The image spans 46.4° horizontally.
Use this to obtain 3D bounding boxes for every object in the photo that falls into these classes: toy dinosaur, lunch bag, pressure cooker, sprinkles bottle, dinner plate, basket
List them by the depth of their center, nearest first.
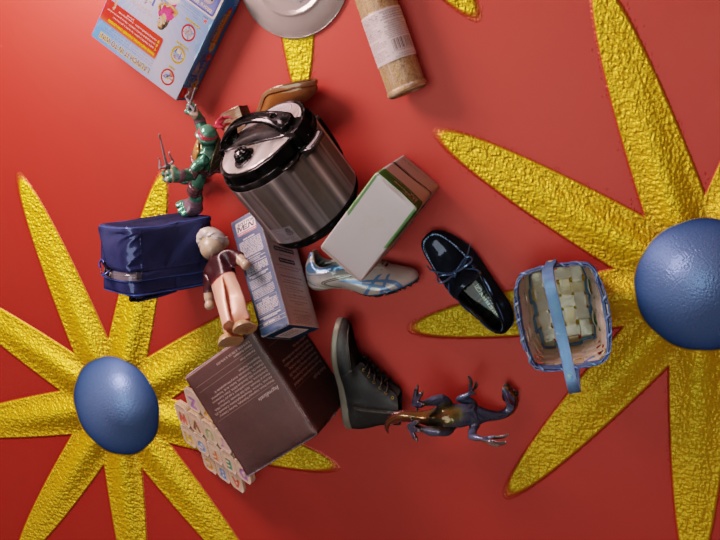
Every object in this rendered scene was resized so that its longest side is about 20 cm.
[{"bbox_3d":[0.296,0.066,1.233,0.136,0.200,0.180,-10,100,20],"label":"basket"},{"bbox_3d":[-0.115,-0.158,1.280,0.174,0.180,0.201,-35,123,8],"label":"pressure cooker"},{"bbox_3d":[0.039,-0.371,1.294,0.067,0.068,0.204,-18,96,21],"label":"sprinkles bottle"},{"bbox_3d":[-0.111,-0.478,1.346,0.196,0.024,0.205,5,104,18],"label":"dinner plate"},{"bbox_3d":[0.163,0.222,1.376,0.199,0.178,0.108,-4,84,60],"label":"toy dinosaur"},{"bbox_3d":[-0.350,-0.019,1.429,0.135,0.197,0.136,9,107,50],"label":"lunch bag"}]

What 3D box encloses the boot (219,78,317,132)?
[{"bbox_3d":[-0.128,-0.218,1.388,0.197,0.074,0.158,-19,97,30],"label":"boot"}]

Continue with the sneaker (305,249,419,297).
[{"bbox_3d":[0.000,0.000,1.389,0.195,0.072,0.074,3,109,17],"label":"sneaker"}]

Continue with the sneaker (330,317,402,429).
[{"bbox_3d":[0.014,0.172,1.429,0.104,0.075,0.204,-4,110,15],"label":"sneaker"}]

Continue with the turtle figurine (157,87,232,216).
[{"bbox_3d":[-0.271,-0.188,1.378,0.099,0.152,0.201,20,143,-1],"label":"turtle figurine"}]

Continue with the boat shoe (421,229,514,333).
[{"bbox_3d":[0.174,0.014,1.335,0.200,0.069,0.085,43,111,6],"label":"boat shoe"}]

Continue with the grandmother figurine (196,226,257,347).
[{"bbox_3d":[-0.221,0.014,1.355,0.120,0.060,0.203,-35,61,21],"label":"grandmother figurine"}]

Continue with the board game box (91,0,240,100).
[{"bbox_3d":[-0.328,-0.426,1.412,0.199,0.056,0.198,37,111,8],"label":"board game box"}]

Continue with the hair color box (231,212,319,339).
[{"bbox_3d":[-0.141,0.009,1.391,0.060,0.100,0.204,-24,73,23],"label":"hair color box"}]

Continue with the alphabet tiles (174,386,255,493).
[{"bbox_3d":[-0.266,0.310,1.524,0.198,0.015,0.199,21,131,38],"label":"alphabet tiles"}]

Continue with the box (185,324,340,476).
[{"bbox_3d":[-0.157,0.201,1.436,0.163,0.166,0.202,-33,90,21],"label":"box"}]

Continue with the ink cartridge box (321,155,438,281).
[{"bbox_3d":[0.035,-0.085,1.291,0.083,0.200,0.147,39,112,2],"label":"ink cartridge box"}]
